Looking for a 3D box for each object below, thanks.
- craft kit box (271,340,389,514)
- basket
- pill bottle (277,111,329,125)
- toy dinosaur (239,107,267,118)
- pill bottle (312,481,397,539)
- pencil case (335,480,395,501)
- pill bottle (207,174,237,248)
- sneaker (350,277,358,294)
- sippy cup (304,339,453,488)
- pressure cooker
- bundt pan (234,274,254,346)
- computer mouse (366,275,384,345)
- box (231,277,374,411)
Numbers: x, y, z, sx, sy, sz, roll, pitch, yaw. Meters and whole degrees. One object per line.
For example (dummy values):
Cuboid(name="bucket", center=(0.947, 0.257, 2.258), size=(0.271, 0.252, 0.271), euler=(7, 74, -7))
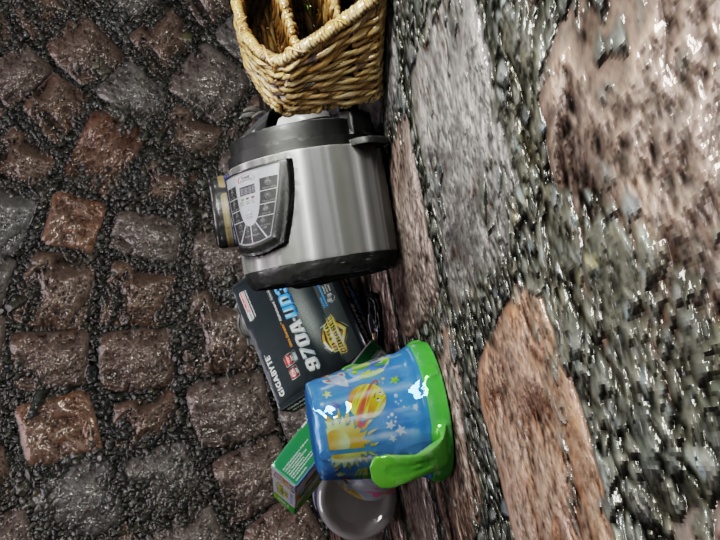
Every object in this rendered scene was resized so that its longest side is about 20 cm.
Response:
Cuboid(name="craft kit box", center=(-0.036, 0.206, 1.223), size=(0.048, 0.200, 0.198), euler=(35, 158, 14))
Cuboid(name="basket", center=(-0.059, -0.277, 0.952), size=(0.150, 0.141, 0.202), euler=(92, 167, -57))
Cuboid(name="pill bottle", center=(-0.044, -0.091, 1.172), size=(0.112, 0.111, 0.203), euler=(-179, 80, -82))
Cuboid(name="toy dinosaur", center=(-0.104, -0.192, 1.314), size=(0.200, 0.104, 0.183), euler=(77, -152, -66))
Cuboid(name="pill bottle", center=(-0.013, 0.331, 1.412), size=(0.200, 0.114, 0.117), euler=(120, 141, -79))
Cuboid(name="pencil case", center=(0.014, 0.228, 1.183), size=(0.200, 0.089, 0.084), euler=(102, 171, -66))
Cuboid(name="pill bottle", center=(-0.133, -0.103, 1.488), size=(0.112, 0.197, 0.113), euler=(172, 90, -82))
Cuboid(name="sneaker", center=(-0.025, 0.061, 1.357), size=(0.131, 0.079, 0.203), euler=(-130, 29, -68))
Cuboid(name="sippy cup", center=(0.014, 0.148, 0.942), size=(0.178, 0.129, 0.141), euler=(108, 151, -73))
Cuboid(name="pressure cooker", center=(-0.056, -0.086, 1.031), size=(0.179, 0.173, 0.203), euler=(153, 109, -84))
Cuboid(name="bundt pan", center=(-0.090, 0.048, 1.458), size=(0.075, 0.201, 0.204), euler=(29, 135, 41))
Cuboid(name="computer mouse", center=(0.000, 0.000, 1.238), size=(0.059, 0.034, 0.203), euler=(114, 146, -75))
Cuboid(name="box", center=(-0.077, 0.069, 1.314), size=(0.046, 0.158, 0.202), euler=(22, -141, -59))
